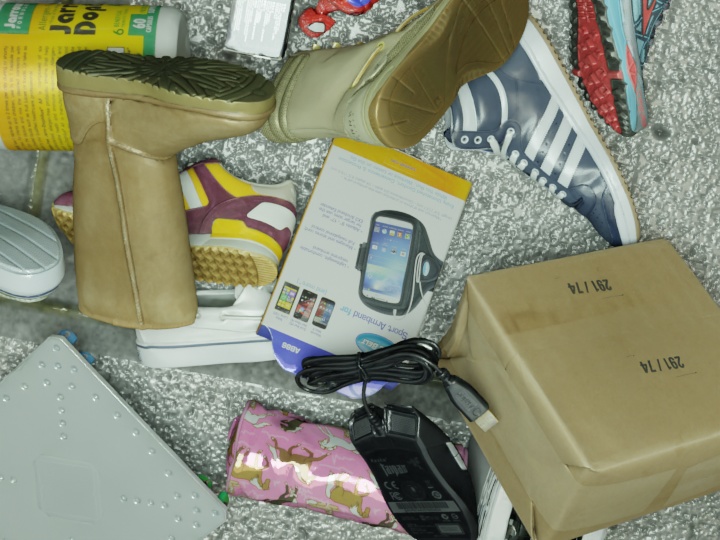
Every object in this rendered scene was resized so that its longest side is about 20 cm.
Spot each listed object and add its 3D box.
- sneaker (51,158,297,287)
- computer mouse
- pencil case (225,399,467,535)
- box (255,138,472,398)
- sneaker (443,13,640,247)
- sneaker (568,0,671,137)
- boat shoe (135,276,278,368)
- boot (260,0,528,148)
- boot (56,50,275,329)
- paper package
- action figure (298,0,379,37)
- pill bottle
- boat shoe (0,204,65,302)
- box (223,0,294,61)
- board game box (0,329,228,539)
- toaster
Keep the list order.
[{"bbox_3d":[-0.147,-0.047,1.121,0.198,0.075,0.091,12,61,12],"label":"sneaker"},{"bbox_3d":[0.055,0.122,1.032,0.140,0.046,0.201,-15,119,40],"label":"computer mouse"},{"bbox_3d":[-0.014,0.162,1.142,0.198,0.087,0.084,12,74,-2],"label":"pencil case"},{"bbox_3d":[0.000,0.000,1.099,0.118,0.041,0.201,23,73,-5],"label":"box"},{"bbox_3d":[0.135,-0.090,1.110,0.108,0.070,0.201,-29,92,-1],"label":"sneaker"},{"bbox_3d":[0.215,-0.203,1.084,0.095,0.079,0.202,-17,114,-13],"label":"sneaker"},{"bbox_3d":[-0.086,0.034,1.128,0.198,0.074,0.066,-8,104,-1],"label":"boat shoe"},{"bbox_3d":[0.026,-0.164,1.077,0.200,0.155,0.073,-50,122,-28],"label":"boot"},{"bbox_3d":[-0.135,-0.051,1.008,0.174,0.066,0.202,13,121,24],"label":"boot"},{"bbox_3d":[0.184,0.084,1.046,0.199,0.191,0.104,-12,144,-27],"label":"paper package"},{"bbox_3d":[0.039,-0.235,1.082,0.199,0.065,0.052,-25,92,14],"label":"action figure"},{"bbox_3d":[-0.234,-0.148,1.075,0.198,0.113,0.114,1,100,0],"label":"pill bottle"},{"bbox_3d":[-0.287,-0.013,1.080,0.072,0.199,0.063,-17,120,-35],"label":"boat shoe"},{"bbox_3d":[-0.061,-0.259,1.035,0.049,0.161,0.202,10,99,-3],"label":"box"},{"bbox_3d":[-0.233,0.172,1.140,0.200,0.026,0.200,-39,98,26],"label":"board game box"},{"bbox_3d":[0.136,0.202,1.131,0.113,0.129,0.202,14,99,-2],"label":"toaster"}]
